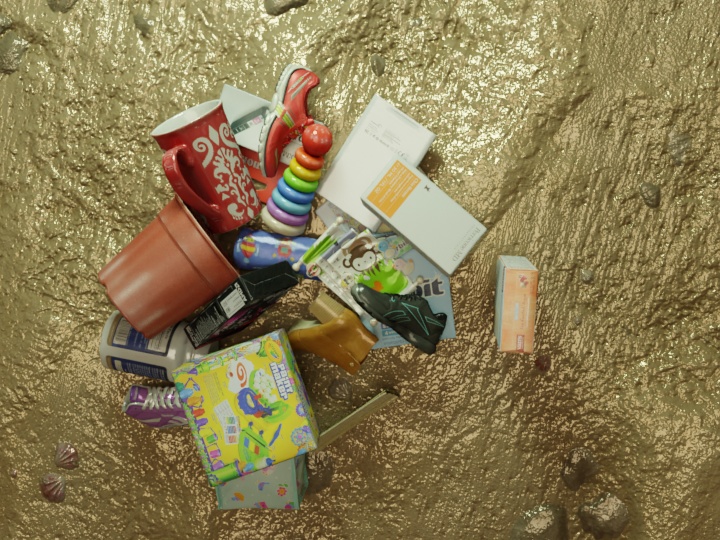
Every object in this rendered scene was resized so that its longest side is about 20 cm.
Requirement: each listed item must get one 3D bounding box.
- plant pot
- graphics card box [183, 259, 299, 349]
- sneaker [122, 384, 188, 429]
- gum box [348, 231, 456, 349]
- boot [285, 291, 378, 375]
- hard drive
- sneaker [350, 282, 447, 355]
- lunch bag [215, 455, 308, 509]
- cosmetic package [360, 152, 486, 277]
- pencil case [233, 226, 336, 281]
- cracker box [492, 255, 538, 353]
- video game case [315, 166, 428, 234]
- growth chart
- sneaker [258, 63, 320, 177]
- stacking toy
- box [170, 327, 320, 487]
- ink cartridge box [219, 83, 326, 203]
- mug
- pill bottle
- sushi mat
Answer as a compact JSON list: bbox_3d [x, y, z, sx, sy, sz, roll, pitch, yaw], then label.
[{"bbox_3d":[-0.335,0.003,1.417,0.194,0.201,0.202,-38,91,-4],"label":"plant pot"},{"bbox_3d":[-0.210,0.061,1.425,0.200,0.125,0.051,-40,78,38],"label":"graphics card box"},{"bbox_3d":[-0.356,0.239,1.478,0.199,0.114,0.074,-24,49,32],"label":"sneaker"},{"bbox_3d":[0.076,0.030,1.453,0.167,0.045,0.203,-8,104,4],"label":"gum box"},{"bbox_3d":[-0.066,0.141,1.461,0.144,0.071,0.201,44,127,-1],"label":"boot"},{"bbox_3d":[0.027,-0.188,1.436,0.131,0.027,0.201,34,99,2],"label":"hard drive"},{"bbox_3d":[0.067,0.066,1.398,0.199,0.075,0.080,34,91,-28],"label":"sneaker"},{"bbox_3d":[-0.189,0.328,1.501,0.167,0.122,0.203,-4,102,8],"label":"lunch bag"},{"bbox_3d":[0.105,-0.092,1.374,0.199,0.071,0.102,40,89,5],"label":"cosmetic package"},{"bbox_3d":[-0.131,-0.027,1.472,0.197,0.087,0.079,10,72,4],"label":"pencil case"},{"bbox_3d":[0.259,0.052,1.372,0.057,0.200,0.136,3,98,6],"label":"cracker box"},{"bbox_3d":[0.047,-0.101,1.469,0.199,0.023,0.183,-40,91,9],"label":"video game case"},{"bbox_3d":[0.000,0.000,1.417,0.199,0.018,0.145,38,103,-9],"label":"growth chart"},{"bbox_3d":[-0.122,-0.253,1.405,0.084,0.077,0.203,18,98,-1],"label":"sneaker"},{"bbox_3d":[-0.104,-0.164,1.417,0.084,0.086,0.202,26,116,3],"label":"stacking toy"},{"bbox_3d":[-0.189,0.227,1.379,0.190,0.122,0.203,-19,91,0],"label":"box"},{"bbox_3d":[-0.182,-0.218,1.473,0.197,0.044,0.176,22,98,4],"label":"ink cartridge box"},{"bbox_3d":[-0.274,-0.166,1.413,0.132,0.177,0.202,4,126,46],"label":"mug"},{"bbox_3d":[-0.369,0.144,1.504,0.197,0.111,0.113,11,98,5],"label":"pill bottle"},{"bbox_3d":[-0.019,0.278,1.487,0.199,0.096,0.012,-35,68,10],"label":"sushi mat"}]
